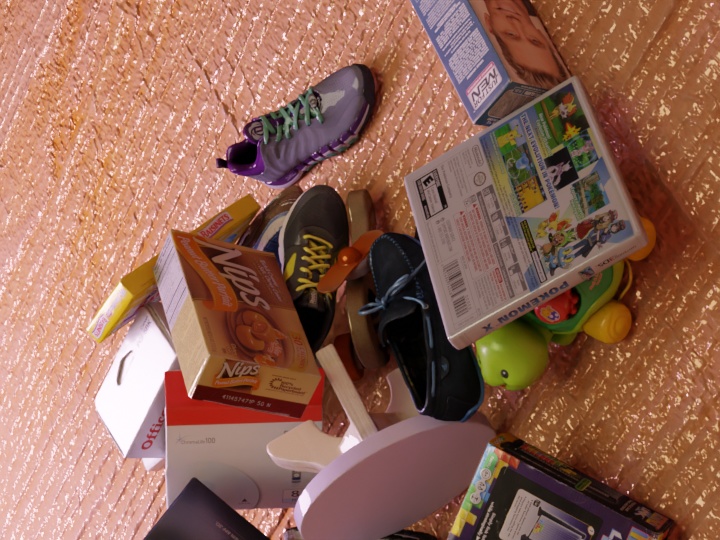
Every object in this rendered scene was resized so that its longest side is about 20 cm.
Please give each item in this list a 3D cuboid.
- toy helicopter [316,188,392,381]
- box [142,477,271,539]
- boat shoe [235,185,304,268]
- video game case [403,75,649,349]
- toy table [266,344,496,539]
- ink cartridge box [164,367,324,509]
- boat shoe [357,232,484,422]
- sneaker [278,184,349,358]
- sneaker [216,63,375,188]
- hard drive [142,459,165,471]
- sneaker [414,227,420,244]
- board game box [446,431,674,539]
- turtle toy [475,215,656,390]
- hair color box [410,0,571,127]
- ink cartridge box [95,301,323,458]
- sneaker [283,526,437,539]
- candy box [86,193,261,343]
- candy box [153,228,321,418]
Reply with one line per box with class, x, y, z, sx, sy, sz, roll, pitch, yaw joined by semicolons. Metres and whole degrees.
toy helicopter;0.000;0.000;1.631;0.078;0.133;0.202;-13;53;14
box;-0.152;0.348;1.603;0.199;0.199;0.123;38;149;2
boat shoe;-0.100;-0.015;1.791;0.200;0.072;0.073;-45;35;43
video game case;0.133;-0.052;1.405;0.181;0.022;0.201;-30;43;16
toy table;0.016;0.162;1.563;0.185;0.198;0.118;80;165;-46
ink cartridge box;-0.114;0.169;1.653;0.201;0.158;0.048;96;171;-53
boat shoe;0.049;0.043;1.508;0.085;0.068;0.201;-60;44;36
sneaker;-0.045;0.013;1.657;0.085;0.074;0.202;169;112;-73
sneaker;-0.067;-0.148;1.741;0.200;0.087;0.075;-41;57;40
hard drive;-0.204;0.127;1.924;0.200;0.026;0.133;-41;57;39
sneaker;0.088;-0.051;1.560;0.090;0.069;0.202;40;118;40
board game box;0.148;0.264;1.413;0.164;0.057;0.202;27;105;18
turtle toy;0.160;0.009;1.446;0.145;0.100;0.202;28;107;47
hair color box;0.114;-0.220;1.524;0.061;0.099;0.201;-46;54;35
ink cartridge box;-0.153;0.117;1.730;0.083;0.198;0.148;52;124;38
sneaker;-0.008;0.296;1.638;0.199;0.078;0.092;0;88;49
candy box;-0.189;-0.003;1.709;0.026;0.200;0.102;46;138;7
candy box;-0.118;0.048;1.567;0.056;0.114;0.201;-62;30;26
